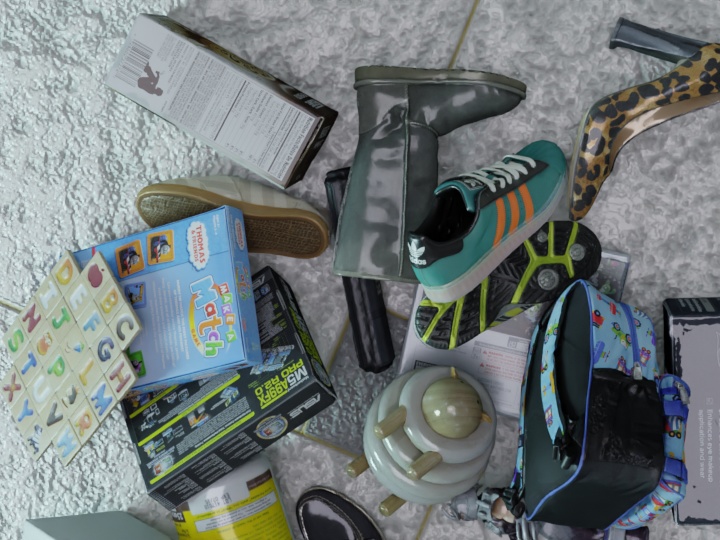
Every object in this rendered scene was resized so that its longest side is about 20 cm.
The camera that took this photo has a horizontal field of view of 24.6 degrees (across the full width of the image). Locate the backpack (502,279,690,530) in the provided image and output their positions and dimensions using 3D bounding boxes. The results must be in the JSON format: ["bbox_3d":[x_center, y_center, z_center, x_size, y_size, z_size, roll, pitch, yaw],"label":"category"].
[{"bbox_3d":[0.216,0.119,1.499,0.133,0.183,0.201,10,63,-9],"label":"backpack"}]

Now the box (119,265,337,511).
[{"bbox_3d":[-0.135,0.112,1.595,0.199,0.044,0.161,-35,48,9],"label":"box"}]

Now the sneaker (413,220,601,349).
[{"bbox_3d":[0.134,0.009,1.570,0.199,0.076,0.076,-24,91,-9],"label":"sneaker"}]

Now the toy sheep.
[{"bbox_3d":[0.061,0.161,1.571,0.137,0.200,0.139,9,61,-17],"label":"toy sheep"}]

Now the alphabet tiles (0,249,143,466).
[{"bbox_3d":[-0.286,0.085,1.614,0.200,0.006,0.167,-49,57,26],"label":"alphabet tiles"}]

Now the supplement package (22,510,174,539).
[{"bbox_3d":[-0.234,0.317,1.592,0.117,0.199,0.118,-1,101,-38],"label":"supplement package"}]

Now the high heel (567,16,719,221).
[{"bbox_3d":[0.279,-0.126,1.553,0.142,0.071,0.201,19,90,10],"label":"high heel"}]

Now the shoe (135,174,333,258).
[{"bbox_3d":[-0.121,-0.054,1.623,0.198,0.054,0.070,11,127,9],"label":"shoe"}]

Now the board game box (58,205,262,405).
[{"bbox_3d":[-0.195,0.037,1.595,0.199,0.037,0.153,-15,75,26],"label":"board game box"}]

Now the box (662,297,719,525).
[{"bbox_3d":[0.387,0.128,1.552,0.198,0.117,0.198,-1,97,7],"label":"box"}]

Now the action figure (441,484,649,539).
[{"bbox_3d":[0.174,0.245,1.591,0.198,0.130,0.070,10,97,-6],"label":"action figure"}]

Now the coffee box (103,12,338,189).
[{"bbox_3d":[-0.129,-0.163,1.575,0.199,0.113,0.080,30,99,1],"label":"coffee box"}]

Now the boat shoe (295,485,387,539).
[{"bbox_3d":[-0.001,0.301,1.635,0.072,0.063,0.201,-36,82,13],"label":"boat shoe"}]

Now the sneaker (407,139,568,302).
[{"bbox_3d":[0.118,-0.063,1.518,0.200,0.071,0.080,-47,131,-24],"label":"sneaker"}]

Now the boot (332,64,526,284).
[{"bbox_3d":[0.066,-0.087,1.562,0.180,0.073,0.202,1,84,1],"label":"boot"}]

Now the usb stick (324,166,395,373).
[{"bbox_3d":[0.000,0.000,1.610,0.032,0.055,0.202,-9,96,23],"label":"usb stick"}]

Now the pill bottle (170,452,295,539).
[{"bbox_3d":[-0.114,0.289,1.631,0.108,0.109,0.201,-17,95,8],"label":"pill bottle"}]

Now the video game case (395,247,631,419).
[{"bbox_3d":[0.148,0.051,1.617,0.198,0.023,0.183,13,99,5],"label":"video game case"}]
